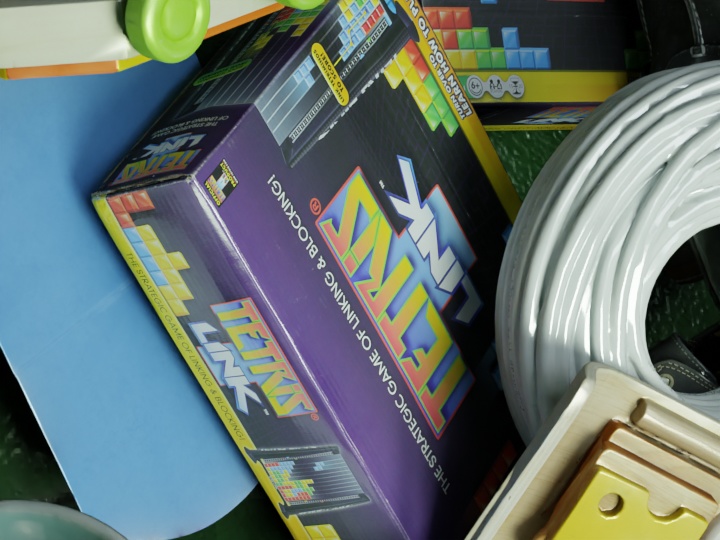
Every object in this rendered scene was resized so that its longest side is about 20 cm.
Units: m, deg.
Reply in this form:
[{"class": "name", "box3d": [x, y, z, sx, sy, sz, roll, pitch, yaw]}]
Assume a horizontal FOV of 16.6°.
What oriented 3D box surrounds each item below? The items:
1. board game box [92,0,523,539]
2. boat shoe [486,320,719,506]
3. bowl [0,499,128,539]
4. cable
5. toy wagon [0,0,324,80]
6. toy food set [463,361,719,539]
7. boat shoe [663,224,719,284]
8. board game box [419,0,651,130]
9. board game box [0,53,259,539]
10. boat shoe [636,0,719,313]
[{"class": "board game box", "box3d": [0.000, 0.000, 0.974, 0.200, 0.057, 0.165, 60, 41, -25]}, {"class": "boat shoe", "box3d": [0.126, 0.057, 1.059, 0.199, 0.072, 0.068, -18, 122, -13]}, {"class": "bowl", "box3d": [-0.109, 0.187, 0.802, 0.105, 0.200, 0.201, 43, 52, -47]}, {"class": "cable", "box3d": [0.146, 0.015, 0.984, 0.199, 0.069, 0.201, -22, 107, -17]}, {"class": "toy wagon", "box3d": [-0.080, -0.120, 0.920, 0.200, 0.155, 0.040, -26, 123, -42]}, {"class": "toy food set", "box3d": [0.124, 0.136, 0.936, 0.200, 0.060, 0.144, 27, 105, -21]}, {"class": "boat shoe", "box3d": [0.216, -0.038, 1.201, 0.200, 0.076, 0.072, -35, 104, -39]}, {"class": "board game box", "box3d": [0.077, -0.149, 1.123, 0.200, 0.057, 0.166, -5, 83, -41]}, {"class": "board game box", "box3d": [-0.097, 0.003, 0.942, 0.158, 0.039, 0.200, -42, 115, -47]}, {"class": "boat shoe", "box3d": [0.155, -0.072, 1.088, 0.071, 0.072, 0.201, -24, 93, -18]}]
